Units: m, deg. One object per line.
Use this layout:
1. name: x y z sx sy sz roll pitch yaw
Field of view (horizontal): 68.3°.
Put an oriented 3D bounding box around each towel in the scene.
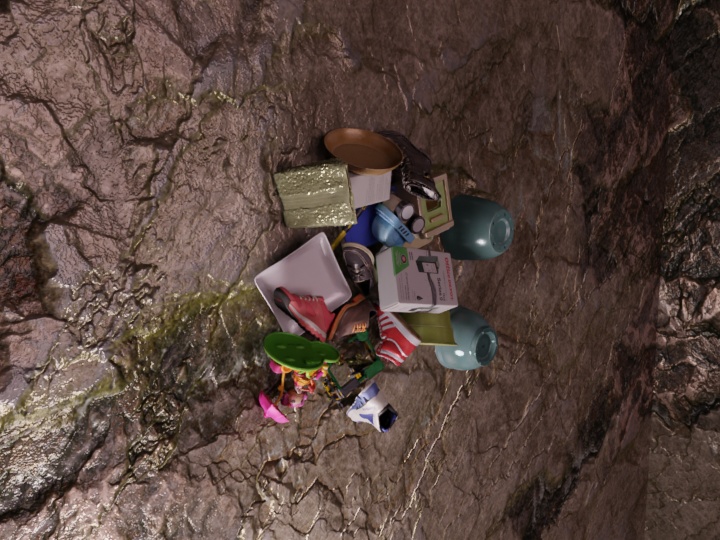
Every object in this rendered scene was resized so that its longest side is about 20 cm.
1. towel: -0.102 -0.167 1.187 0.036 0.195 0.152 -39 122 -55

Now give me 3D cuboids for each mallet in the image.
1. mallet: -0.039 -0.085 1.327 0.200 0.041 0.066 -47 124 -9

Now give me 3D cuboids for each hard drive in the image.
1. hard drive: 0.024 -0.137 1.405 0.197 0.025 0.136 -23 112 -36

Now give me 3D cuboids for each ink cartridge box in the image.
1. ink cartridge box: 0.144 0.026 1.350 0.196 0.084 0.150 4 71 -33

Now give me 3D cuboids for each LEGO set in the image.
1. LEGO set: -0.040 0.252 1.388 0.155 0.116 0.200 49 59 -2

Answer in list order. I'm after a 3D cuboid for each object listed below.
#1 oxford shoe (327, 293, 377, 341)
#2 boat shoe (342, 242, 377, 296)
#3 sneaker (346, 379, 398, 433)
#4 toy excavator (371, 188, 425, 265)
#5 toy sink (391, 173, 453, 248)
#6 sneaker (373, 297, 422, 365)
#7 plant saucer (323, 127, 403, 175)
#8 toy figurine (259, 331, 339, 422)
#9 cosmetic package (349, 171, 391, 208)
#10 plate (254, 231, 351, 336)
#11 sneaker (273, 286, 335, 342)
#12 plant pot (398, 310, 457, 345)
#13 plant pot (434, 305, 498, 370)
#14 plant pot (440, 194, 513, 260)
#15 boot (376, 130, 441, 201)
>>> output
1. oxford shoe: -0.016 0.126 1.335 0.200 0.072 0.072 -43 161 -53
2. boat shoe: 0.000 0.000 1.341 0.201 0.070 0.066 64 34 -58
3. sneaker: 0.034 0.377 1.389 0.080 0.115 0.201 -34 161 -27
4. toy excavator: 0.077 -0.079 1.395 0.201 0.100 0.194 -49 136 1
5. toy sink: 0.178 -0.155 1.477 0.128 0.111 0.206 -23 112 -35
6. sneaker: 0.069 0.165 1.405 0.071 0.200 0.114 29 102 -42
7. plant saucer: 0.005 -0.280 1.277 0.197 0.200 0.036 -19 140 -36
8. toy figurine: -0.161 0.265 1.249 0.196 0.150 0.188 6 113 -39
9. cosmetic package: -0.030 -0.207 1.286 0.197 0.107 0.087 -20 126 -34
10. plate: -0.135 0.037 1.270 0.198 0.032 0.203 -35 123 -16
11. sneaker: -0.128 0.083 1.242 0.088 0.073 0.201 -54 134 -14
12. plant pot: 0.176 0.110 1.493 0.197 0.197 0.196 10 78 -40
13. plant pot: 0.348 0.226 1.674 0.197 0.133 0.207 -9 104 -39
14. plant pot: 0.367 -0.125 1.612 0.197 0.159 0.207 -8 103 -39
15. boot: 0.117 -0.264 1.346 0.196 0.070 0.177 21 39 -15
